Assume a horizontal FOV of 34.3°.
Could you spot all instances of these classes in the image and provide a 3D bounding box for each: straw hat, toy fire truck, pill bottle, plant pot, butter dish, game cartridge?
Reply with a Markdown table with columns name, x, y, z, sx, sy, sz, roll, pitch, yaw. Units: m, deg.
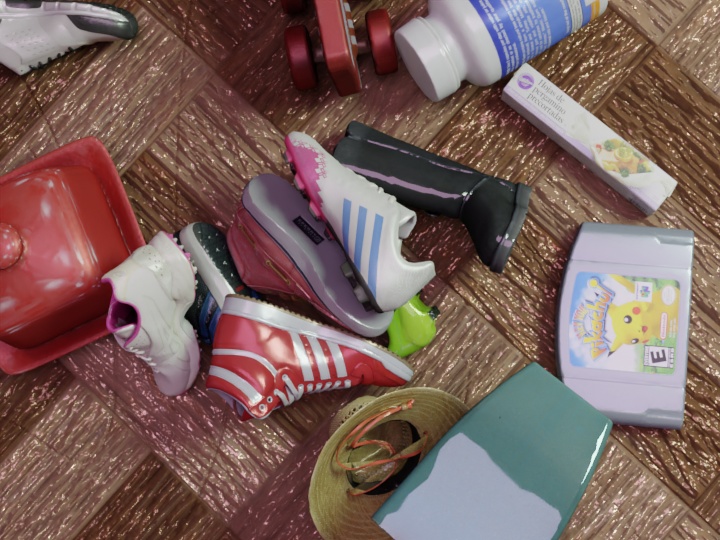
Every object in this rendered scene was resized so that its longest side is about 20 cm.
| name | x | y | z | sx | sy | sz | roll | pitch | yaw |
| --- | --- | --- | --- | --- | --- | --- | --- | --- | --- |
| straw hat | 0.014 | 0.171 | 1.141 | 0.201 | 0.201 | 0.085 | -44 | 44 | -2 |
| toy fire truck | -0.030 | -0.277 | 1.161 | 0.111 | 0.168 | 0.202 | -10 | 83 | 2 |
| pill bottle | 0.137 | -0.256 | 1.171 | 0.199 | 0.112 | 0.113 | -32 | 83 | -4 |
| plant pot | 0.132 | 0.192 | 1.057 | 0.141 | 0.141 | 0.201 | 37 | 85 | 15 |
| butter dish | -0.328 | -0.018 | 1.156 | 0.198 | 0.148 | 0.201 | -24 | 83 | 7 |
| game cartridge | 0.263 | 0.054 | 1.174 | 0.132 | 0.040 | 0.202 | 4 | 84 | 8 |

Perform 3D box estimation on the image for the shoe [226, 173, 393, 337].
| name | x | y | z | sx | sy | sz | roll | pitch | yaw |
| --- | --- | --- | --- | --- | --- | --- | --- | --- | --- |
| shoe | -0.053 | 0.002 | 1.153 | 0.200 | 0.091 | 0.071 | 47 | 49 | 12 |

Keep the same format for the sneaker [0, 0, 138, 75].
| name | x | y | z | sx | sy | sz | roll | pitch | yaw |
| --- | --- | --- | --- | --- | --- | --- | --- | --- | --- |
| sneaker | -0.330 | -0.247 | 1.235 | 0.198 | 0.074 | 0.081 | 2 | 98 | 8 |

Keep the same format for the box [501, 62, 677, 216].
| name | x | y | z | sx | sy | sz | roll | pitch | yaw |
| --- | --- | --- | --- | --- | --- | --- | --- | --- | --- |
| box | 0.232 | -0.133 | 1.193 | 0.200 | 0.041 | 0.039 | 40 | 87 | 8 |

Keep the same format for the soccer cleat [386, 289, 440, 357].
| name | x | y | z | sx | sy | sz | roll | pitch | yaw |
| --- | --- | --- | --- | --- | --- | --- | --- | --- | --- |
| soccer cleat | 0.000 | 0.000 | 1.184 | 0.081 | 0.067 | 0.201 | -36 | 83 | 12 |

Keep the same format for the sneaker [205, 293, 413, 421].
| name | x | y | z | sx | sy | sz | roll | pitch | yaw |
| --- | --- | --- | --- | --- | --- | --- | --- | --- | --- |
| sneaker | -0.052 | 0.106 | 1.122 | 0.198 | 0.071 | 0.114 | 20 | 76 | -11 |

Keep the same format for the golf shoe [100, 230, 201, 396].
| name | x | y | z | sx | sy | sz | roll | pitch | yaw |
| --- | --- | --- | --- | --- | --- | --- | --- | --- | --- |
| golf shoe | -0.206 | 0.054 | 1.131 | 0.091 | 0.201 | 0.075 | -29 | 50 | -31 |

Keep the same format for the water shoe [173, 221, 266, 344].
| name | x | y | z | sx | sy | sz | roll | pitch | yaw |
| --- | --- | --- | --- | --- | --- | --- | --- | --- | --- |
| water shoe | -0.139 | 0.050 | 1.194 | 0.079 | 0.071 | 0.201 | -30 | 83 | 28 |

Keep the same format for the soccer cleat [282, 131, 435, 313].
| name | x | y | z | sx | sy | sz | roll | pitch | yaw |
| --- | --- | --- | --- | --- | --- | --- | --- | --- | --- |
| soccer cleat | 0.000 | -0.056 | 1.100 | 0.086 | 0.070 | 0.201 | -30 | 75 | 1 |

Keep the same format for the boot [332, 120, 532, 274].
| name | x | y | z | sx | sy | sz | roll | pitch | yaw |
| --- | --- | --- | --- | --- | --- | --- | --- | --- | --- |
| boot | 0.062 | -0.075 | 1.141 | 0.198 | 0.165 | 0.066 | 23 | 112 | 3 |
